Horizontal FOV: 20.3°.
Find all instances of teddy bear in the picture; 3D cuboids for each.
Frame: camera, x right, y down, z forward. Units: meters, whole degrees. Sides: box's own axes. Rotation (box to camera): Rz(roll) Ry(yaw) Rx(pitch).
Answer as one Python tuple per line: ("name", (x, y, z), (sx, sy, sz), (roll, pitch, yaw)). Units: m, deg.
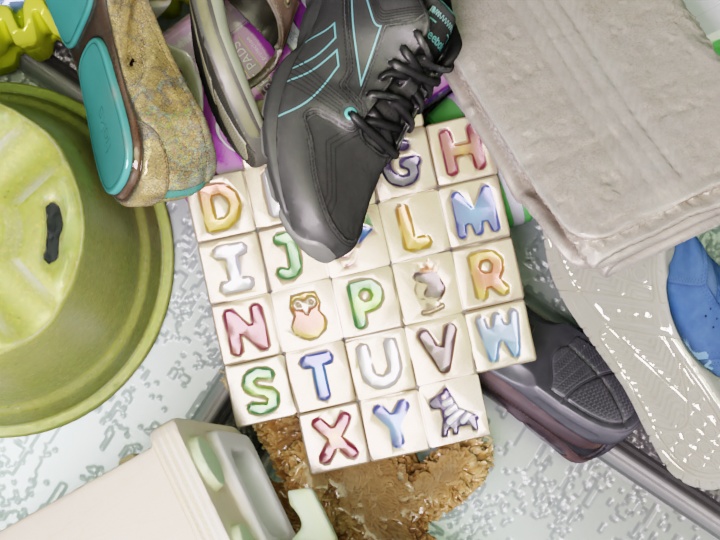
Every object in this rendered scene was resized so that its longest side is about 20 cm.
("teddy bear", (-0.003, 0.115, 1.112), (0.145, 0.067, 0.201), (-36, 82, -14))

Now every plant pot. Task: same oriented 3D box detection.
("plant pot", (-0.200, -0.012, 1.046), (0.198, 0.184, 0.203), (0, 86, -3))

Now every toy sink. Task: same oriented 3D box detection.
("toy sink", (-0.091, 0.146, 1.017), (0.199, 0.130, 0.113), (-29, 79, 8))

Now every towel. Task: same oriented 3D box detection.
("towel", (0.123, -0.093, 1.039), (0.132, 0.035, 0.201), (-22, 60, -12))

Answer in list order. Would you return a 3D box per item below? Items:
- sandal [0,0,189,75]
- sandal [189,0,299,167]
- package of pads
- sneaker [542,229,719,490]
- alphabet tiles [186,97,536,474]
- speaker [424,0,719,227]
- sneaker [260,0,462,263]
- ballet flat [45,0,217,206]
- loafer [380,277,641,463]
("sandal", (-0.145, -0.175, 1.116), (0.198, 0.080, 0.088), (-17, 83, -5))
("sandal", (-0.062, -0.154, 1.038), (0.057, 0.080, 0.203), (-7, 79, -5))
("package of pads", (-0.029, -0.115, 1.115), (0.199, 0.076, 0.121), (-37, 88, -4))
("sneaker", (0.173, 0.009, 1.099), (0.076, 0.111, 0.201), (-25, 96, 37))
("alphabet tiles", (0.000, 0.000, 1.068), (0.165, 0.006, 0.202), (-12, 92, 3))
("speaker", (0.138, -0.098, 1.113), (0.199, 0.088, 0.089), (-28, 87, -4))
("sneaker", (0.004, -0.102, 1.010), (0.079, 0.075, 0.202), (-4, 66, 30))
("ballet flat", (-0.121, -0.122, 1.039), (0.070, 0.071, 0.201), (-18, 67, -4))
("loafer", (0.063, 0.038, 1.117), (0.199, 0.063, 0.072), (37, 51, 3))
